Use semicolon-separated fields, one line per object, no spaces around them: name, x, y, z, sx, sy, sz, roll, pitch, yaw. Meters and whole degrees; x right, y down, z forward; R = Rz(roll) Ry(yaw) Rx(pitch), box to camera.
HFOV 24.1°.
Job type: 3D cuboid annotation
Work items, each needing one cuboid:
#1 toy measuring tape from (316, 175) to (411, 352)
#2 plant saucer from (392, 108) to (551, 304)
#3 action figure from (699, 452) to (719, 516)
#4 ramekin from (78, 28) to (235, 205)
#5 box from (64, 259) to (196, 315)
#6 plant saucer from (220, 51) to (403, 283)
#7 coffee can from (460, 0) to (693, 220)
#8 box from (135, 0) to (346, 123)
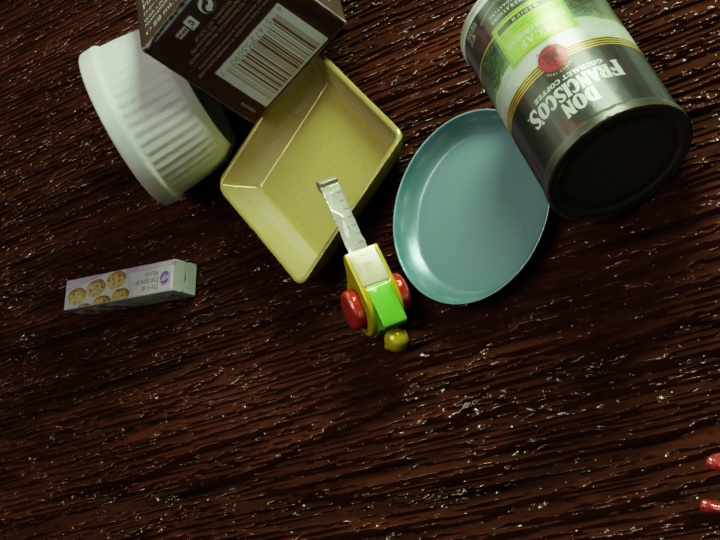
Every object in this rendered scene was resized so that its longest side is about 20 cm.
toy measuring tape;0.000;0.000;1.742;0.073;0.073;0.201;-38;66;28
plant saucer;0.116;-0.062;1.694;0.199;0.027;0.202;-13;69;39
action figure;0.377;0.193;1.364;0.199;0.052;0.066;11;91;39
ramekin;-0.226;-0.186;1.932;0.105;0.200;0.201;-28;57;6
box;-0.278;0.021;2.021;0.199;0.039;0.042;-9;73;41
plant saucer;-0.045;-0.113;1.843;0.200;0.048;0.200;-55;48;16
coffee can;0.197;-0.168;1.568;0.146;0.146;0.201;-44;52;24
box;-0.139;-0.308;1.869;0.166;0.164;0.201;-46;33;22
